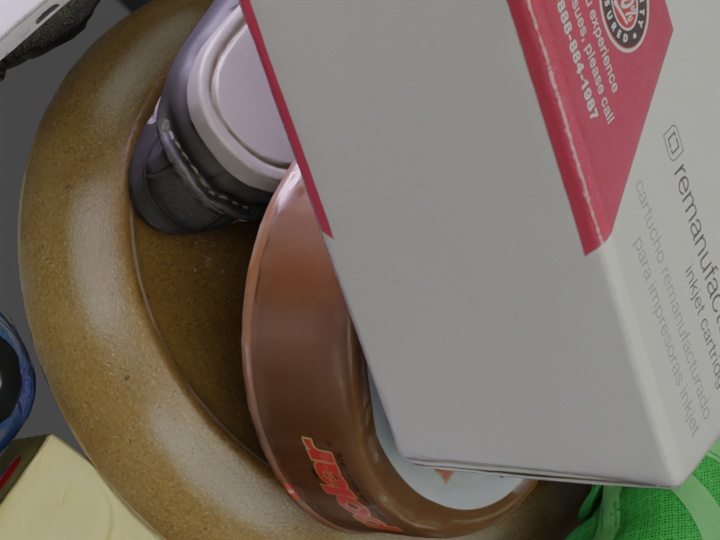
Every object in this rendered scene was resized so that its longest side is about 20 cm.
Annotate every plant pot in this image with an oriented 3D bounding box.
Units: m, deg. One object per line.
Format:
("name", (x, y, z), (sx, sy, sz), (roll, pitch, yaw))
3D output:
("plant pot", (0.000, 0.000, 0.798), (0.199, 0.027, 0.201), (11, 65, -23))

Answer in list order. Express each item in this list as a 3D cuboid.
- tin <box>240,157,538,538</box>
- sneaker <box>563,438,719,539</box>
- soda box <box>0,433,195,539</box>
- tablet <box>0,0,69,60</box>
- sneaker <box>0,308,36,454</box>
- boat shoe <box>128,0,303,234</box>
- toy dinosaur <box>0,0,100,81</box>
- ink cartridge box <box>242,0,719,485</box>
("tin", (0.035, -0.020, 0.751), (0.112, 0.042, 0.201), (52, 53, -36))
("sneaker", (0.092, 0.044, 0.757), (0.084, 0.074, 0.200), (43, 70, 6))
("soda box", (-0.034, 0.132, 0.789), (0.200, 0.064, 0.068), (38, 75, -10))
("tablet", (-0.141, -0.123, 0.723), (0.130, 0.014, 0.200), (-39, 62, 8))
("sneaker", (-0.181, 0.016, 0.739), (0.199, 0.089, 0.079), (4, 83, -15))
("boat shoe", (-0.001, -0.080, 0.790), (0.067, 0.057, 0.200), (48, 50, -9))
("toy dinosaur", (-0.086, -0.095, 0.769), (0.077, 0.102, 0.200), (48, 67, -8))
("ink cartridge box", (0.071, -0.066, 0.684), (0.200, 0.082, 0.147), (-47, 127, -41))
